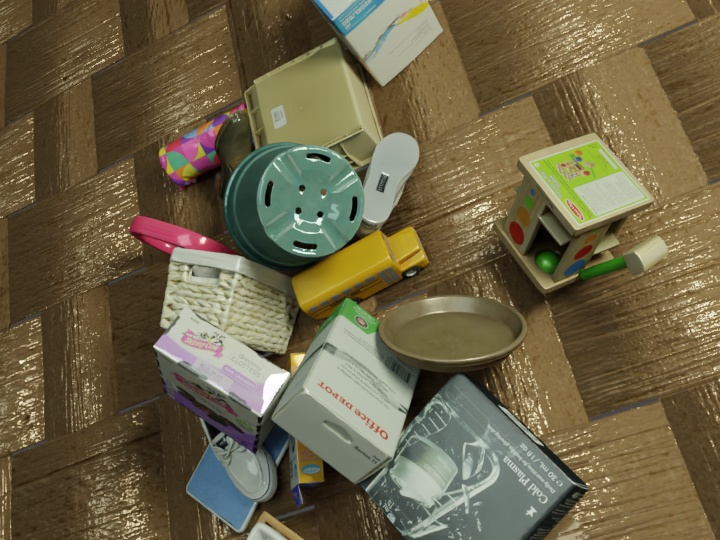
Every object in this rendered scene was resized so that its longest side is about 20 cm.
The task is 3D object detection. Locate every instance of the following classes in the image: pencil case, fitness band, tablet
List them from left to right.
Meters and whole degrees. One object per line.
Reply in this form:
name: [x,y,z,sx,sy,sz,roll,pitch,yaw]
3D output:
fitness band: [-0.298,-0.043,1.226,0.199,0.144,0.038,15,79,29]
pencil case: [-0.267,-0.225,1.316,0.199,0.088,0.089,-24,63,19]
tablet: [-0.181,0.284,1.129,0.130,0.014,0.201,24,82,30]

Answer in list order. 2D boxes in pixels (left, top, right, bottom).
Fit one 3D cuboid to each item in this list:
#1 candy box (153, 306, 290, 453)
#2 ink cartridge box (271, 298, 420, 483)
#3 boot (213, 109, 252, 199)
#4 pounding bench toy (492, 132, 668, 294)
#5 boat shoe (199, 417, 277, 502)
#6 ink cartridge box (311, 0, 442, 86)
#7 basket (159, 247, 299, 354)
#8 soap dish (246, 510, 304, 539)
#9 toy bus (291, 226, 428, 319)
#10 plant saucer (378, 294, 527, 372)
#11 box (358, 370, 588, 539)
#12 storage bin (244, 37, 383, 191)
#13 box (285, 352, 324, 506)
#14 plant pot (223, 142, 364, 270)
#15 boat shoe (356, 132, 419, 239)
candy box: [-0.190,0.156,1.000,0.167,0.200,0.072,32,62,7]
ink cartridge box: [-0.011,0.155,0.962,0.146,0.200,0.083,39,124,-7]
boot: [-0.193,-0.170,1.219,0.074,0.201,0.097,-28,65,-29]
pounding bench toy: [0.287,-0.041,0.941,0.123,0.156,0.201,-20,59,-19]
boat shoe: [-0.197,0.262,1.098,0.074,0.065,0.200,-44,59,4]
ink cartridge box: [0.015,-0.438,1.193,0.144,0.200,0.148,-41,60,8]
basket: [-0.193,0.052,1.117,0.135,0.200,0.124,7,81,27]
soap dish: [-0.090,0.450,0.987,0.199,0.081,0.158,25,83,30]
toy bus: [0.000,0.000,1.110,0.199,0.078,0.065,-28,62,13]
plant saucer: [0.123,0.085,0.982,0.199,0.200,0.030,7,114,27]
box: [0.142,0.272,0.922,0.197,0.124,0.200,-49,59,4]
storage bin: [-0.081,-0.254,1.233,0.197,0.094,0.201,-23,64,17]
box: [-0.081,0.229,1.039,0.041,0.119,0.202,-3,71,-12]
plant pot: [-0.088,-0.096,1.047,0.198,0.196,0.202,-1,93,-16]
boat shoe: [0.036,-0.132,1.145,0.070,0.070,0.201,23,56,-3]
